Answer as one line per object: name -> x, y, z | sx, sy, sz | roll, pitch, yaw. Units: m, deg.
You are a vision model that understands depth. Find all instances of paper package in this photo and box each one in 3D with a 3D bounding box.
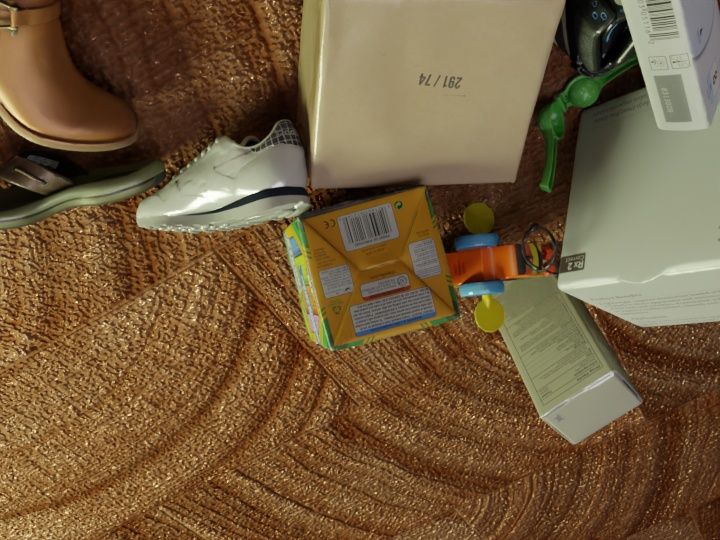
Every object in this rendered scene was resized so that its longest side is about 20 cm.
paper package -> 0.051, -0.173, 0.683 | 0.199, 0.104, 0.191 | -3, 131, -12

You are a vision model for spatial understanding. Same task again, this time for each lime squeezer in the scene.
lime squeezer -> 0.214, -0.161, 0.763 | 0.200, 0.071, 0.038 | -48, 113, -10

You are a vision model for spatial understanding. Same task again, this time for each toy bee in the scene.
toy bee -> 0.150, 0.001, 0.837 | 0.108, 0.200, 0.132 | 0, 104, -40

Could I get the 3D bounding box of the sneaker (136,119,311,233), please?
sneaker -> -0.130, -0.079, 0.728 | 0.199, 0.081, 0.076 | -8, 180, 31

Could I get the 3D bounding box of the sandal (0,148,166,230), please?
sandal -> -0.278, -0.084, 0.708 | 0.200, 0.080, 0.058 | -15, 116, -10

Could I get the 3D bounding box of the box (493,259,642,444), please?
box -> 0.219, 0.080, 0.879 | 0.095, 0.201, 0.078 | -36, 130, 18

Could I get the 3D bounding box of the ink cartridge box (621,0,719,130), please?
ink cartridge box -> 0.270, -0.239, 0.628 | 0.047, 0.201, 0.160 | 8, 148, 40

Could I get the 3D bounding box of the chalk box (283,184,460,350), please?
chalk box -> 0.000, 0.000, 0.774 | 0.124, 0.200, 0.125 | -15, 91, -9

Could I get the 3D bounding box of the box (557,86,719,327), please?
box -> 0.308, -0.064, 0.728 | 0.130, 0.201, 0.199 | 21, 162, -29

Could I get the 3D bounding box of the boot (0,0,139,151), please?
boot -> -0.250, -0.185, 0.612 | 0.199, 0.074, 0.155 | 17, 127, -26

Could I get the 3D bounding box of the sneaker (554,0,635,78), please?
sneaker -> 0.208, -0.256, 0.642 | 0.073, 0.112, 0.201 | -11, 132, -5
